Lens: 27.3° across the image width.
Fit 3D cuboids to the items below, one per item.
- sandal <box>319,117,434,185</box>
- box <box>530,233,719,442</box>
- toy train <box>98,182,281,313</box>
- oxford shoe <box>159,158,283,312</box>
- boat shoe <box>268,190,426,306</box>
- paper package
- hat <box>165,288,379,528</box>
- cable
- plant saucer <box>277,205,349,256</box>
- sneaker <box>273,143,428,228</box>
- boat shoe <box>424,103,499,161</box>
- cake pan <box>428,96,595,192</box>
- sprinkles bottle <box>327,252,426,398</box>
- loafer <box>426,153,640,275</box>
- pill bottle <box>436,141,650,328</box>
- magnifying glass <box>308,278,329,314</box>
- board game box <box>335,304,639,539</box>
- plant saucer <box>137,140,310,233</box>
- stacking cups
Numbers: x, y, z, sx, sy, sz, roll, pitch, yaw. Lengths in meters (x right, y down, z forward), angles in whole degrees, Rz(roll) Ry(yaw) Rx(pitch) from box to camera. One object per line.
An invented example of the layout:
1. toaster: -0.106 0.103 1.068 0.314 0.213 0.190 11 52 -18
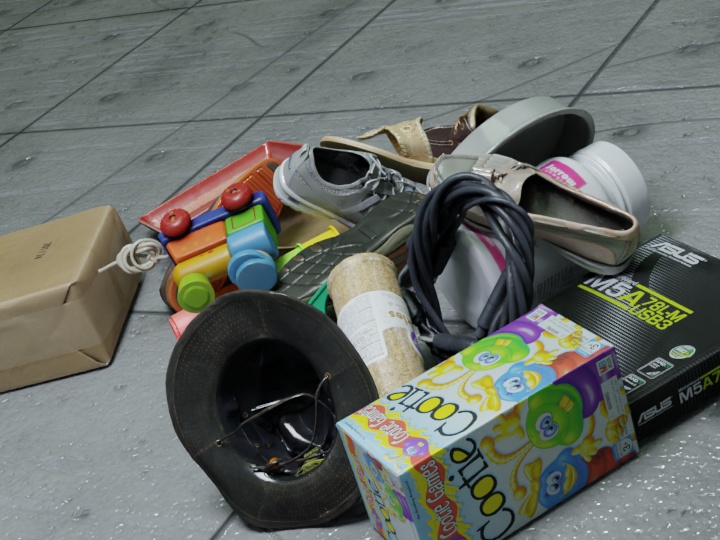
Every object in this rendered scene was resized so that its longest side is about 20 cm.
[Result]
1. sandal: 0.065 -0.130 1.613 0.209 0.078 0.070 20 74 9
2. box: 0.247 0.051 1.262 0.192 0.048 0.200 -29 28 -16
3. toy train: -0.175 0.001 1.505 0.198 0.085 0.116 -22 37 6
4. oxford shoe: -0.156 -0.044 1.632 0.201 0.071 0.073 -51 28 -12
5. boat shoe: 0.000 0.000 1.498 0.199 0.074 0.076 -31 35 -11
6. paper package: -0.356 0.033 1.637 0.188 0.105 0.201 -15 27 10
7. hat: -0.058 0.107 1.225 0.198 0.204 0.081 -6 7 24
8. cable: 0.091 0.011 1.278 0.050 0.200 0.165 -3 60 -28
9. plant saucer: -0.035 -0.063 1.683 0.197 0.036 0.201 -15 26 8
10. sneaker: 0.011 -0.081 1.555 0.197 0.082 0.076 11 60 -20
11. boat shoe: 0.143 -0.161 1.711 0.198 0.073 0.072 10 38 45
12. cake pan: 0.143 -0.093 1.454 0.199 0.201 0.037 -29 63 -20
13. sprinkles bottle: 0.020 0.075 1.272 0.067 0.069 0.201 -18 46 1
14. loafer: 0.156 -0.064 1.314 0.198 0.063 0.072 24 62 6
15. pill bottle: 0.172 -0.037 1.405 0.199 0.115 0.113 -30 28 -23
16. magnifying glass: -0.052 0.061 1.433 0.198 0.080 0.022 -25 -10 7
17. board game box: 0.100 0.130 1.143 0.198 0.106 0.103 -28 28 -18
18. plant saucer: -0.158 -0.088 1.760 0.198 0.037 0.200 -32 14 -12
19. stacking cups: -0.105 0.020 1.539 0.198 0.061 0.060 -25 26 -13
